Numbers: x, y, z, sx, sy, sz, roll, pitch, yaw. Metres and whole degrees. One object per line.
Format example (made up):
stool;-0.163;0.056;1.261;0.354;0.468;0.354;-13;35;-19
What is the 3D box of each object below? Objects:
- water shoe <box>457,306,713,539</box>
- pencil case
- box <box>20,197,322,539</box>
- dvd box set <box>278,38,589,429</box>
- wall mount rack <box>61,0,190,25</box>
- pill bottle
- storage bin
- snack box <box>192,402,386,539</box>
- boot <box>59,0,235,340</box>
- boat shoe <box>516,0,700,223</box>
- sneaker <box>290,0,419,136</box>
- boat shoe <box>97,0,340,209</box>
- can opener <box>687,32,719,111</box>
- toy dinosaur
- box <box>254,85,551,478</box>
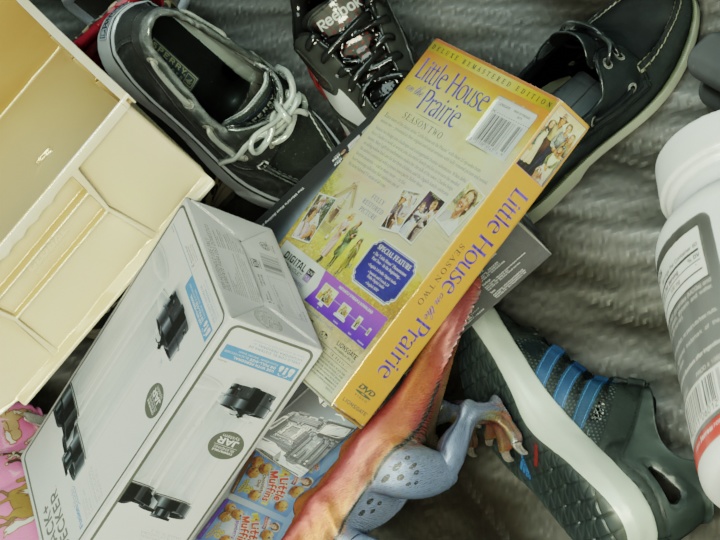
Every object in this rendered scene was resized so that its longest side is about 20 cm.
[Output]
water shoe;0.121;0.085;1.148;0.078;0.072;0.200;-16;43;-20
pencil case;-0.195;0.163;1.234;0.200;0.082;0.087;56;135;42
box;-0.109;0.076;1.151;0.201;0.060;0.117;-55;34;24
dvd box set;0.022;-0.025;1.138;0.201;0.029;0.146;-53;33;-1
wall mount rack;-0.180;-0.144;1.430;0.173;0.074;0.201;-9;47;56
pill bottle;0.217;0.019;1.090;0.115;0.116;0.201;-17;55;16
storage bin;-0.217;-0.047;1.202;0.199;0.094;0.200;-49;47;1
snack box;-0.028;0.103;1.227;0.072;0.024;0.201;18;66;37
boot;-0.147;-0.070;1.333;0.073;0.151;0.200;25;70;38
boat shoe;0.132;-0.116;1.278;0.199;0.066;0.074;-45;48;-9
sneaker;0.007;-0.124;1.330;0.071;0.098;0.201;-31;49;0
boat shoe;-0.068;-0.099;1.279;0.068;0.199;0.074;5;58;54
can opener;0.253;-0.067;1.188;0.067;0.053;0.200;-44;47;-9
toy dinosaur;-0.011;0.116;1.129;0.180;0.202;0.105;-21;21;-23
box;0.000;0.000;1.215;0.200;0.050;0.158;-42;37;13
